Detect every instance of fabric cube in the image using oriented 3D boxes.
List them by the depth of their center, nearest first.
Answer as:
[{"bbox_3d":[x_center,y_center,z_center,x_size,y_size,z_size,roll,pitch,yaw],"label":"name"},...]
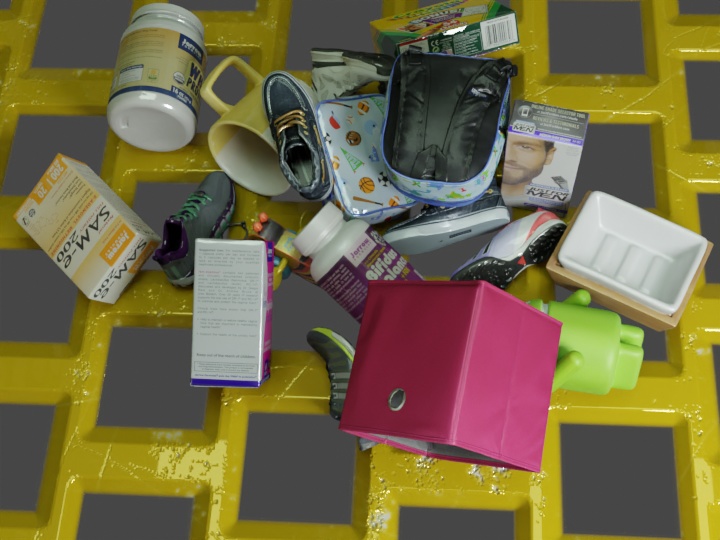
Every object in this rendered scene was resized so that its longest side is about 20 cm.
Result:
[{"bbox_3d":[0.118,0.135,1.417,0.195,0.199,0.202,1,73,44],"label":"fabric cube"}]

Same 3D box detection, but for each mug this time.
[{"bbox_3d":[-0.140,-0.235,1.702,0.148,0.188,0.154,13,54,31],"label":"mug"}]

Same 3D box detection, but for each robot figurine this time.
[{"bbox_3d":[0.287,0.105,1.526,0.197,0.117,0.176,10,36,9],"label":"robot figurine"}]

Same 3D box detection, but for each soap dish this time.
[{"bbox_3d":[0.387,-0.012,1.595,0.198,0.082,0.158,25,62,16],"label":"soap dish"}]

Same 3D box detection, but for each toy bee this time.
[{"bbox_3d":[-0.124,-0.033,1.630,0.197,0.109,0.132,4,65,6],"label":"toy bee"}]

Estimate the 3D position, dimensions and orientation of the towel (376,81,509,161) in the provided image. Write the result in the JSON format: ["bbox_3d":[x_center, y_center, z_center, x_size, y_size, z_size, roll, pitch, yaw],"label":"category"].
[{"bbox_3d":[0.128,-0.243,1.733,0.164,0.086,0.201,-23,63,-9],"label":"towel"}]

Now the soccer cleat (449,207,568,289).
[{"bbox_3d":[0.211,-0.025,1.636,0.199,0.069,0.073,-30,38,-5],"label":"soccer cleat"}]

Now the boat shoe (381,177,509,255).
[{"bbox_3d":[0.119,-0.088,1.657,0.198,0.071,0.092,-14,69,-4],"label":"boat shoe"}]

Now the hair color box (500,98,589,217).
[{"bbox_3d":[0.266,-0.161,1.617,0.108,0.201,0.065,12,63,10],"label":"hair color box"}]

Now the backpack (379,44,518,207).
[{"bbox_3d":[0.121,-0.194,1.585,0.181,0.147,0.202,9,71,9],"label":"backpack"}]

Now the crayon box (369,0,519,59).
[{"bbox_3d":[0.131,-0.382,1.768,0.198,0.059,0.173,-16,27,-8],"label":"crayon box"}]

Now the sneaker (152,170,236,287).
[{"bbox_3d":[-0.250,-0.079,1.664,0.074,0.088,0.202,4,62,25],"label":"sneaker"}]

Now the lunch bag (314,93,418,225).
[{"bbox_3d":[-0.005,-0.168,1.664,0.159,0.075,0.202,-13,79,-27],"label":"lunch bag"}]

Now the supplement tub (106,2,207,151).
[{"bbox_3d":[-0.321,-0.309,1.762,0.142,0.145,0.202,2,63,4],"label":"supplement tub"}]

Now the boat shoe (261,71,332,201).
[{"bbox_3d":[-0.093,-0.199,1.566,0.070,0.091,0.202,-22,82,5],"label":"boat shoe"}]

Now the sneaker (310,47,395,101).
[{"bbox_3d":[-0.011,-0.285,1.738,0.075,0.117,0.200,-6,17,-35],"label":"sneaker"}]

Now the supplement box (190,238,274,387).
[{"bbox_3d":[-0.178,0.056,1.544,0.102,0.101,0.203,1,92,4],"label":"supplement box"}]

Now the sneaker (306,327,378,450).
[{"bbox_3d":[-0.021,0.163,1.544,0.081,0.074,0.200,-35,64,-11],"label":"sneaker"}]

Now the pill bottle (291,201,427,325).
[{"bbox_3d":[0.000,0.000,1.565,0.200,0.112,0.112,43,71,-4],"label":"pill bottle"}]

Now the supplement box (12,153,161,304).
[{"bbox_3d":[-0.412,-0.063,1.658,0.200,0.073,0.126,41,97,22],"label":"supplement box"}]
